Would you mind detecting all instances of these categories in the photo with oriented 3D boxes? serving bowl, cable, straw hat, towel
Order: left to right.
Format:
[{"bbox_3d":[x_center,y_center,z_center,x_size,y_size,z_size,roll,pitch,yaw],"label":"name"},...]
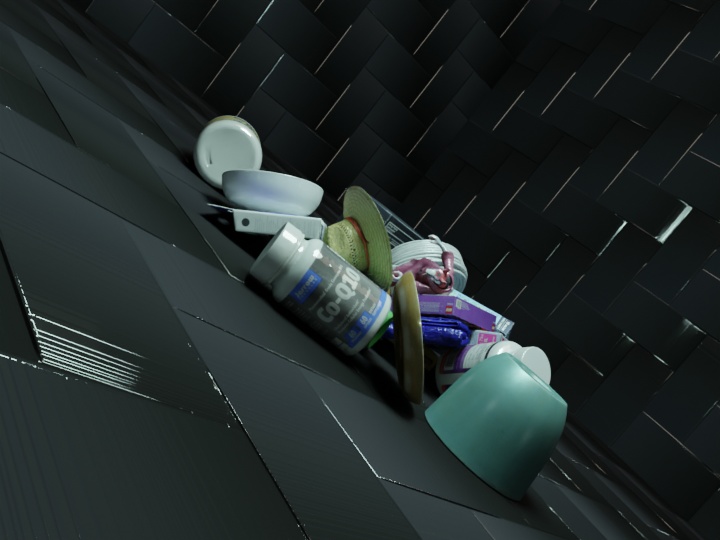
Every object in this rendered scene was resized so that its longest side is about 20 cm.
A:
[{"bbox_3d":[-0.173,-0.137,1.454,0.197,0.067,0.200,8,-5,1],"label":"serving bowl"},{"bbox_3d":[-0.022,-0.042,1.350,0.201,0.084,0.203,53,-27,41],"label":"straw hat"},{"bbox_3d":[0.100,0.103,1.388,0.197,0.050,0.148,7,0,13],"label":"towel"},{"bbox_3d":[0.135,0.015,1.663,0.201,0.197,0.070,81,-1,-54],"label":"cable"}]

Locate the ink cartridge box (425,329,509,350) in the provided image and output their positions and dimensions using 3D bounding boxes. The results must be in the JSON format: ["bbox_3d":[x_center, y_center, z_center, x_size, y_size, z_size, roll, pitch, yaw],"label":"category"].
[{"bbox_3d":[0.193,0.139,1.507,0.198,0.043,0.119,8,-11,22],"label":"ink cartridge box"}]

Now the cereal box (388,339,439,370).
[{"bbox_3d":[0.076,0.119,1.603,0.143,0.040,0.200,38,7,-28],"label":"cereal box"}]

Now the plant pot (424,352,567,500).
[{"bbox_3d":[0.227,0.229,1.190,0.200,0.161,0.201,39,6,-5],"label":"plant pot"}]

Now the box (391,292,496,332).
[{"bbox_3d":[0.164,0.085,1.464,0.135,0.040,0.199,2,-13,34],"label":"box"}]

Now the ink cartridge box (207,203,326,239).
[{"bbox_3d":[-0.163,-0.082,1.357,0.197,0.044,0.198,8,1,0],"label":"ink cartridge box"}]

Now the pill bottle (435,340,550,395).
[{"bbox_3d":[0.239,0.187,1.362,0.111,0.112,0.199,36,-29,-28],"label":"pill bottle"}]

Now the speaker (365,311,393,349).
[{"bbox_3d":[-0.039,0.040,1.285,0.200,0.089,0.088,41,7,12],"label":"speaker"}]

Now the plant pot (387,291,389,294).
[{"bbox_3d":[0.000,0.000,1.503,0.200,0.027,0.202,44,-31,36],"label":"plant pot"}]

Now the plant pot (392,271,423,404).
[{"bbox_3d":[0.070,0.104,1.159,0.027,0.203,0.200,-4,11,-2],"label":"plant pot"}]

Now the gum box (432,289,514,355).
[{"bbox_3d":[0.216,0.130,1.623,0.199,0.045,0.171,29,-40,19],"label":"gum box"}]

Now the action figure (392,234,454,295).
[{"bbox_3d":[0.131,0.025,1.455,0.150,0.134,0.200,55,-12,-13],"label":"action figure"}]

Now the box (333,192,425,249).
[{"bbox_3d":[0.024,-0.045,1.717,0.123,0.199,0.200,44,7,36],"label":"box"}]

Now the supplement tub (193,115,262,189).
[{"bbox_3d":[-0.288,-0.262,1.649,0.144,0.145,0.200,37,7,-17],"label":"supplement tub"}]

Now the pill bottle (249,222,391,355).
[{"bbox_3d":[-0.061,0.026,1.132,0.199,0.114,0.114,38,7,-11],"label":"pill bottle"}]
